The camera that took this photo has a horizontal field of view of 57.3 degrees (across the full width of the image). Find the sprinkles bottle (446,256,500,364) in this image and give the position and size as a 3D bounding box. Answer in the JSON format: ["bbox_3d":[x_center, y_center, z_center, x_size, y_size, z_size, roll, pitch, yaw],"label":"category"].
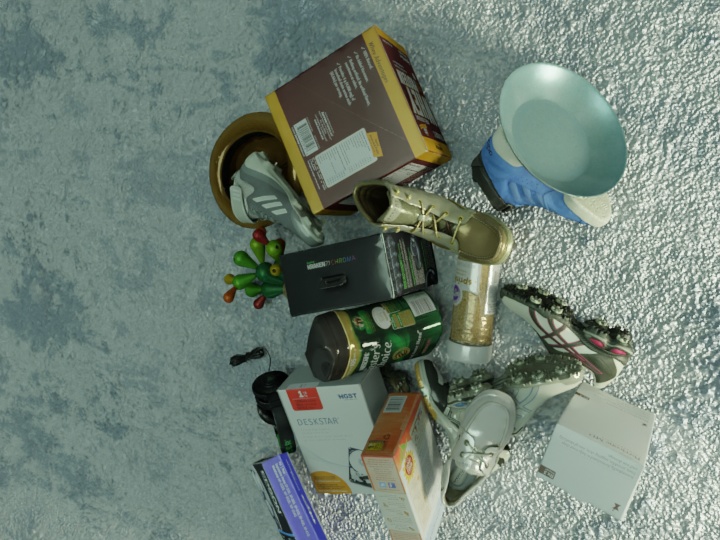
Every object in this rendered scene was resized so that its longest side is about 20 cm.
[{"bbox_3d":[0.171,0.034,0.980,0.067,0.068,0.203,8,98,25],"label":"sprinkles bottle"}]

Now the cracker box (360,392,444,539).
[{"bbox_3d":[0.072,0.302,0.981,0.057,0.134,0.202,-6,117,26],"label":"cracker box"}]

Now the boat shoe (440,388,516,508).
[{"bbox_3d":[0.159,0.253,0.907,0.070,0.069,0.202,21,122,10],"label":"boat shoe"}]

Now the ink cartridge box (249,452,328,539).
[{"bbox_3d":[-0.116,0.408,1.109,0.200,0.043,0.200,63,155,8],"label":"ink cartridge box"}]

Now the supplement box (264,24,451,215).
[{"bbox_3d":[-0.001,-0.216,0.998,0.198,0.133,0.199,-26,84,22],"label":"supplement box"}]

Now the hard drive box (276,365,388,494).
[{"bbox_3d":[-0.024,0.254,1.060,0.154,0.077,0.202,-10,108,28],"label":"hard drive box"}]

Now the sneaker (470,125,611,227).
[{"bbox_3d":[0.247,-0.113,0.930,0.199,0.077,0.111,33,145,-7],"label":"sneaker"}]

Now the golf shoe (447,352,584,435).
[{"bbox_3d":[0.224,0.180,0.926,0.198,0.078,0.098,-19,102,29],"label":"golf shoe"}]

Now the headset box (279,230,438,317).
[{"bbox_3d":[0.000,0.000,0.987,0.172,0.199,0.094,-11,90,25],"label":"headset box"}]

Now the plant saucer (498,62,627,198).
[{"bbox_3d":[0.261,-0.180,0.874,0.203,0.199,0.039,61,152,8],"label":"plant saucer"}]

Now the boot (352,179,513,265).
[{"bbox_3d":[0.095,-0.068,0.896,0.199,0.154,0.073,33,107,45],"label":"boot"}]

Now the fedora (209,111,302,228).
[{"bbox_3d":[-0.161,-0.167,1.114,0.198,0.082,0.204,3,97,26],"label":"fedora"}]

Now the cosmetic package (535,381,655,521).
[{"bbox_3d":[0.310,0.225,0.857,0.112,0.199,0.082,23,105,21],"label":"cosmetic package"}]

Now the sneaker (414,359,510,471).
[{"bbox_3d":[0.157,0.216,1.013,0.087,0.076,0.201,-31,85,9],"label":"sneaker"}]

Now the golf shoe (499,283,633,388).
[{"bbox_3d":[0.278,0.089,0.932,0.199,0.077,0.089,30,114,21],"label":"golf shoe"}]

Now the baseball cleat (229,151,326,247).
[{"bbox_3d":[-0.132,-0.090,1.016,0.106,0.070,0.201,-43,61,14],"label":"baseball cleat"}]

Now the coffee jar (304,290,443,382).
[{"bbox_3d":[0.018,0.098,0.982,0.086,0.198,0.105,63,152,31],"label":"coffee jar"}]

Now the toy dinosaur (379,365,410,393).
[{"bbox_3d":[-0.004,0.166,1.094,0.199,0.047,0.089,33,102,22],"label":"toy dinosaur"}]

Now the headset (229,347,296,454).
[{"bbox_3d":[-0.162,0.222,1.133,0.093,0.124,0.201,-14,56,-12],"label":"headset"}]

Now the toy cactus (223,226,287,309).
[{"bbox_3d":[-0.142,0.018,1.105,0.164,0.103,0.200,28,138,-6],"label":"toy cactus"}]
